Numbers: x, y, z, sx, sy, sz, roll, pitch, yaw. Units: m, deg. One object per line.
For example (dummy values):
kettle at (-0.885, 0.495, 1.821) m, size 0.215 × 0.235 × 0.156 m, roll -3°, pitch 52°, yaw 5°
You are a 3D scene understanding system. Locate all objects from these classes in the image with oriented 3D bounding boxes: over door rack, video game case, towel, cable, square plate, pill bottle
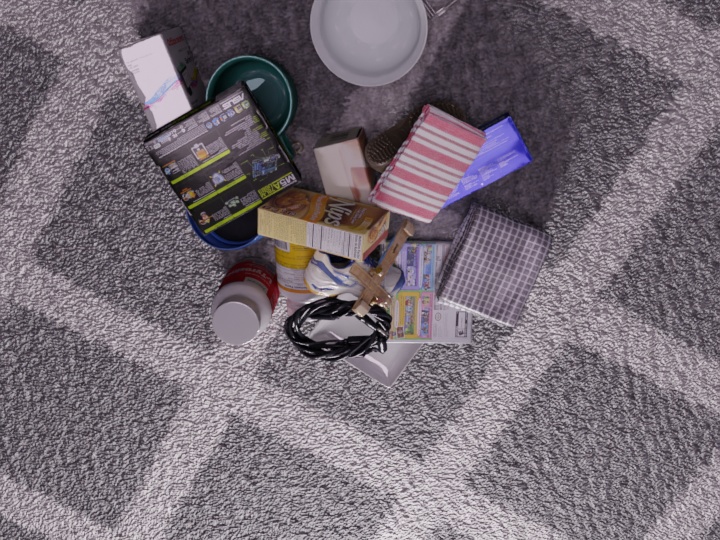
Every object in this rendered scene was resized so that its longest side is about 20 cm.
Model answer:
over door rack at (0.145, -0.523, 1.489) m, size 0.200 × 0.067 × 0.148 m, roll -31°, pitch 107°, yaw 36°
video game case at (0.126, 0.041, 1.710) m, size 0.182 × 0.022 × 0.200 m, roll 1°, pitch 102°, yaw -3°
towel at (0.118, -0.182, 1.574) m, size 0.146 × 0.030 × 0.200 m, roll 18°, pitch 115°, yaw -36°
cable at (-0.043, 0.110, 1.660) m, size 0.200 × 0.051 × 0.163 m, roll 5°, pitch 142°, yaw -2°
square plate at (0.031, 0.105, 1.761) m, size 0.198 × 0.028 × 0.200 m, roll 32°, pitch 109°, yaw -9°
towel at (0.244, -0.005, 1.654) m, size 0.165 × 0.086 × 0.200 m, roll 20°, pitch 98°, yaw -10°
pill bottle at (-0.103, -0.011, 1.679) m, size 0.111 × 0.111 × 0.200 m, roll 0°, pitch 116°, yaw 4°
pill bottle at (-0.214, 0.059, 1.668) m, size 0.112 × 0.200 × 0.112 m, roll 1°, pitch 111°, yaw 3°

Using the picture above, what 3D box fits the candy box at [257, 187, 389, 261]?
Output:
candy box at (-0.063, -0.083, 1.543) m, size 0.200 × 0.115 × 0.055 m, roll 14°, pitch 120°, yaw 19°

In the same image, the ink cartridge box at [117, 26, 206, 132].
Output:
ink cartridge box at (-0.329, -0.314, 1.565) m, size 0.084 × 0.145 × 0.200 m, roll -18°, pitch 108°, yaw 8°

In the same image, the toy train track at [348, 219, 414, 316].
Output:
toy train track at (0.048, -0.006, 1.596) m, size 0.115 × 0.033 × 0.200 m, roll 44°, pitch 65°, yaw -33°

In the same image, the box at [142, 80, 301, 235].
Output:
box at (-0.231, -0.187, 1.515) m, size 0.200 × 0.048 × 0.193 m, roll -29°, pitch 116°, yaw 7°

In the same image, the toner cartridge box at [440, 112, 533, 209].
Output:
toner cartridge box at (0.201, -0.196, 1.628) m, size 0.200 × 0.043 × 0.095 m, roll -27°, pitch 106°, yaw 13°

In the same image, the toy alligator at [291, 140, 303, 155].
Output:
toy alligator at (-0.157, -0.147, 1.665) m, size 0.059 × 0.054 × 0.200 m, roll 25°, pitch 110°, yaw -6°

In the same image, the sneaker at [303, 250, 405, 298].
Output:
sneaker at (0.000, 0.000, 1.612) m, size 0.200 × 0.075 × 0.088 m, roll 0°, pitch 129°, yaw -28°

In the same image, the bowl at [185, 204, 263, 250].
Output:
bowl at (-0.232, -0.137, 1.637) m, size 0.200 × 0.039 × 0.201 m, roll 1°, pitch 92°, yaw 28°

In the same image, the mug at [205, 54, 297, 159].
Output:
mug at (-0.187, -0.284, 1.577) m, size 0.152 × 0.114 × 0.185 m, roll 4°, pitch 104°, yaw 2°

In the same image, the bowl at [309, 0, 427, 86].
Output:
bowl at (0.019, -0.422, 1.526) m, size 0.201 × 0.090 × 0.201 m, roll 3°, pitch 115°, yaw 7°

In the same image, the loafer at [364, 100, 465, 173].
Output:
loafer at (0.095, -0.236, 1.600) m, size 0.200 × 0.068 × 0.076 m, roll -27°, pitch 75°, yaw -9°

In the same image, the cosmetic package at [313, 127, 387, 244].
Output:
cosmetic package at (-0.014, -0.148, 1.631) m, size 0.087 × 0.103 × 0.200 m, roll -11°, pitch 111°, yaw 9°
